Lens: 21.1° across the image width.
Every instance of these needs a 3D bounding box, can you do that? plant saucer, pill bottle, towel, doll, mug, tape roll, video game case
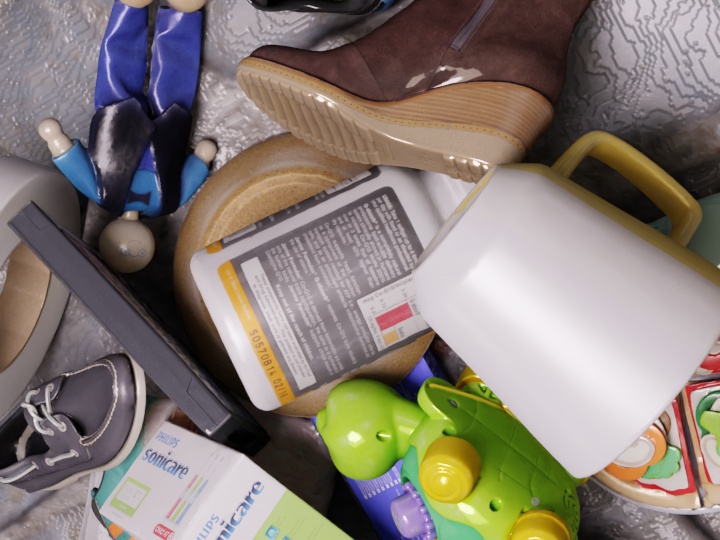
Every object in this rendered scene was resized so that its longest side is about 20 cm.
[{"bbox_3d":[-0.040,0.002,1.342,0.200,0.035,0.201,0,88,13],"label":"plant saucer"},{"bbox_3d":[0.000,0.000,1.250,0.200,0.116,0.117,-25,99,-3],"label":"pill bottle"},{"bbox_3d":[-0.118,0.177,1.468,0.191,0.032,0.201,18,113,13],"label":"towel"},{"bbox_3d":[-0.158,-0.098,1.347,0.048,0.136,0.201,24,110,56],"label":"doll"},{"bbox_3d":[0.117,0.011,1.147,0.153,0.187,0.150,38,112,-3],"label":"mug"},{"bbox_3d":[-0.260,0.019,1.371,0.037,0.203,0.203,18,113,13],"label":"tape roll"},{"bbox_3d":[-0.148,0.045,1.342,0.026,0.181,0.200,-44,79,-3],"label":"video game case"}]

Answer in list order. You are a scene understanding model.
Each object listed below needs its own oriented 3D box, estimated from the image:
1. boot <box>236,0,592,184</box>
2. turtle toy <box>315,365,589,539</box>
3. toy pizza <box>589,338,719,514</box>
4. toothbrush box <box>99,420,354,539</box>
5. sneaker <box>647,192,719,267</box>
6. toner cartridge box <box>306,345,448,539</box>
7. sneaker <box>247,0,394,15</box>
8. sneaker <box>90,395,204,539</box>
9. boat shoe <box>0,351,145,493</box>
[{"bbox_3d":[0.038,-0.148,1.234,0.199,0.167,0.072,19,156,13],"label":"boot"},{"bbox_3d":[0.064,0.135,1.297,0.200,0.146,0.101,38,120,-3],"label":"turtle toy"},{"bbox_3d":[0.214,0.077,1.317,0.200,0.032,0.201,6,109,17],"label":"toy pizza"},{"bbox_3d":[-0.062,0.201,1.340,0.200,0.146,0.086,42,77,-24],"label":"toothbrush box"},{"bbox_3d":[0.170,0.011,1.241,0.200,0.118,0.074,-34,71,18],"label":"sneaker"},{"bbox_3d":[0.043,0.144,1.383,0.095,0.043,0.200,-27,97,12],"label":"toner cartridge box"},{"bbox_3d":[-0.071,-0.218,1.289,0.199,0.083,0.071,19,111,12],"label":"sneaker"},{"bbox_3d":[-0.153,0.189,1.430,0.080,0.071,0.201,0,100,30],"label":"sneaker"},{"bbox_3d":[-0.215,0.113,1.386,0.200,0.063,0.073,-37,57,50],"label":"boat shoe"}]
